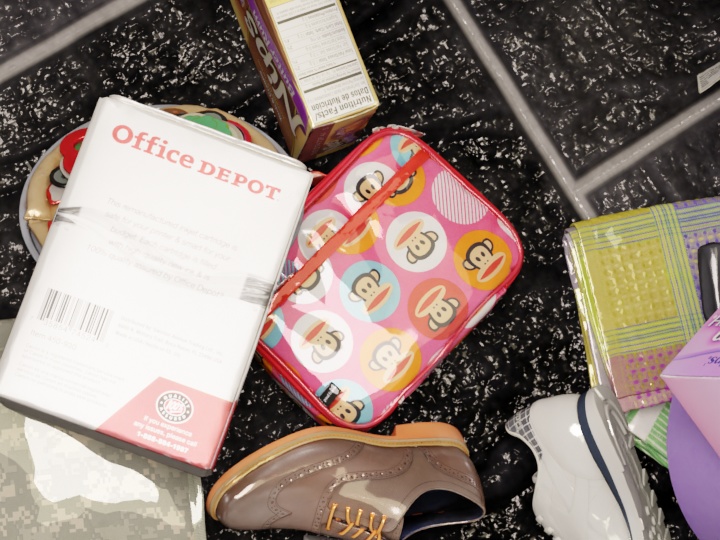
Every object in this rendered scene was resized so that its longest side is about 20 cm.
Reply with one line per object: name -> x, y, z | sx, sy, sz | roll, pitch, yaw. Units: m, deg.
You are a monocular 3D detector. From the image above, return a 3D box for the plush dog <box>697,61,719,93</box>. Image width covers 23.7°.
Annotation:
plush dog -> 0.371, -0.132, 1.301 | 0.172, 0.160, 0.200 | 40, 93, -19

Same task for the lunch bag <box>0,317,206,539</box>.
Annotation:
lunch bag -> -0.189, 0.135, 1.156 | 0.162, 0.118, 0.202 | -5, 76, -11

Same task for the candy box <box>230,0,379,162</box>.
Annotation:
candy box -> -0.053, -0.188, 1.233 | 0.056, 0.117, 0.202 | -19, 85, -12

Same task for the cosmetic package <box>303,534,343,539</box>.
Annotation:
cosmetic package -> 0.042, 0.218, 1.138 | 0.149, 0.200, 0.052 | 11, 86, -7

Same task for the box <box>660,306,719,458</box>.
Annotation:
box -> 0.328, 0.068, 1.119 | 0.200, 0.096, 0.176 | -45, 106, -21

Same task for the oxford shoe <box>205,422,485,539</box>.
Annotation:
oxford shoe -> -0.006, 0.152, 1.164 | 0.198, 0.072, 0.073 | -8, 45, -23

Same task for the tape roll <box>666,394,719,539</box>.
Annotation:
tape roll -> 0.321, 0.122, 1.213 | 0.198, 0.085, 0.202 | 1, 88, -26

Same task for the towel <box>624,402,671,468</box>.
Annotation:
towel -> 0.304, 0.112, 1.291 | 0.199, 0.023, 0.153 | 33, 76, -3

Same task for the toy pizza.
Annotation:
toy pizza -> -0.138, -0.053, 1.189 | 0.198, 0.032, 0.201 | 1, 47, -1

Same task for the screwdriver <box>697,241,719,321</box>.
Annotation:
screwdriver -> 0.270, 0.079, 1.243 | 0.028, 0.029, 0.202 | -6, 82, -13

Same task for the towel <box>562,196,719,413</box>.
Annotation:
towel -> 0.252, 0.018, 1.276 | 0.198, 0.023, 0.145 | -12, 82, -14

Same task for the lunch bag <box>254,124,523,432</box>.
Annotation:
lunch bag -> 0.000, 0.000, 1.233 | 0.176, 0.082, 0.200 | 44, 78, 4

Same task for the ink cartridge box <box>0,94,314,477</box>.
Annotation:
ink cartridge box -> -0.130, 0.012, 1.086 | 0.146, 0.083, 0.202 | 20, 78, -3

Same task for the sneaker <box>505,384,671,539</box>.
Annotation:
sneaker -> 0.173, 0.184, 1.239 | 0.080, 0.076, 0.202 | -18, 94, 20
